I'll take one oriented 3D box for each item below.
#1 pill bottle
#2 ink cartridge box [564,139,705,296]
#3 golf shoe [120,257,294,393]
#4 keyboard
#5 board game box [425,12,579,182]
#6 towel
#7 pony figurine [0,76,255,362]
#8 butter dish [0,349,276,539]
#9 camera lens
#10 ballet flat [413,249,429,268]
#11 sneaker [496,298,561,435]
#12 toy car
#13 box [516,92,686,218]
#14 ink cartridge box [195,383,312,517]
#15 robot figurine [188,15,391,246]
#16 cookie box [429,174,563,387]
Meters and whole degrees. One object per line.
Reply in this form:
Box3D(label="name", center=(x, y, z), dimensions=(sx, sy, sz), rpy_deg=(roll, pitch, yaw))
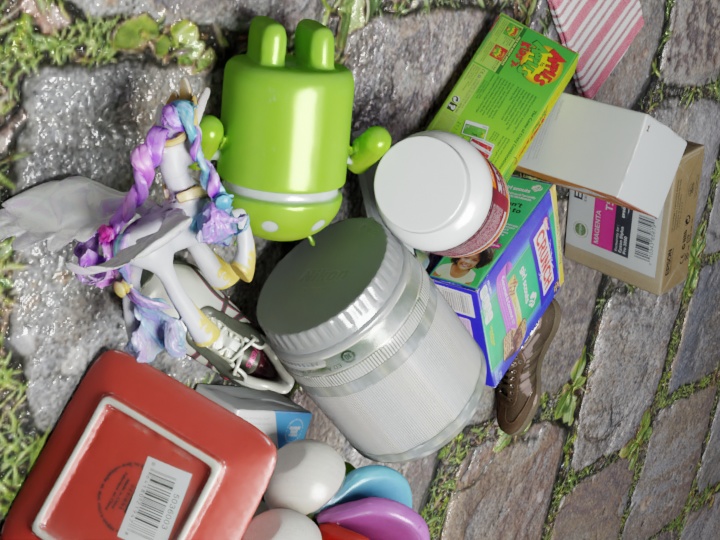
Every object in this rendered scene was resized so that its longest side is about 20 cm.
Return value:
Box3D(label="pill bottle", center=(0.078, -0.073, 1.015), dimensions=(0.114, 0.112, 0.200), rpy_deg=(-69, 165, 4))
Box3D(label="ink cartridge box", center=(0.366, -0.089, 1.421), dimensions=(0.075, 0.164, 0.202), rpy_deg=(-26, 127, -37))
Box3D(label="golf shoe", center=(-0.132, 0.053, 0.960), dimensions=(0.078, 0.088, 0.200), rpy_deg=(-59, 141, -7))
Box3D(label="keyboard", center=(0.030, -0.049, 1.097), dimensions=(0.056, 0.011, 0.202), rpy_deg=(-16, 95, -49))
Box3D(label="board game box", center=(0.147, -0.174, 1.160), dimensions=(0.201, 0.101, 0.048), rpy_deg=(-57, 168, -12))
Box3D(label="towel", center=(0.294, -0.331, 1.326), dimensions=(0.147, 0.030, 0.200), rpy_deg=(-53, 138, -17))
Box3D(label="pony figurine", center=(-0.165, -0.026, 0.817), dimensions=(0.193, 0.166, 0.201), rpy_deg=(-41, 136, -34))
Box3D(label="butter dish", center=(-0.174, 0.203, 0.924), dimensions=(0.201, 0.198, 0.148), rpy_deg=(-62, 160, -6))
Box3D(label="camera lens", center=(0.015, 0.071, 0.993), dimensions=(0.160, 0.159, 0.200), rpy_deg=(-51, 124, -19))
Box3D(label="ballet flat", center=(0.000, 0.000, 1.107), dimensions=(0.199, 0.074, 0.075), rpy_deg=(-31, 130, -39))
Box3D(label="sneaker", center=(0.210, 0.127, 1.441), dimensions=(0.075, 0.070, 0.202), rpy_deg=(10, 97, -32))
Box3D(label="toy car", center=(-0.011, 0.257, 0.960), dimensions=(0.176, 0.149, 0.201), rpy_deg=(61, 30, -29))
Box3D(label="box", center=(0.257, -0.146, 1.232), dimensions=(0.124, 0.199, 0.098), rpy_deg=(14, 98, -51))
Box3D(label="ink cartridge box", center=(-0.136, 0.222, 1.055), dimensions=(0.116, 0.068, 0.202), rpy_deg=(12, 99, -52))
Box3D(label="robot figurine", center=(-0.067, -0.117, 0.923), dimensions=(0.174, 0.116, 0.202), rpy_deg=(0, 109, -20))
Box3D(label="cookie box", center=(0.172, 0.011, 1.290), dimensions=(0.200, 0.075, 0.172), rpy_deg=(-51, 142, -32))
